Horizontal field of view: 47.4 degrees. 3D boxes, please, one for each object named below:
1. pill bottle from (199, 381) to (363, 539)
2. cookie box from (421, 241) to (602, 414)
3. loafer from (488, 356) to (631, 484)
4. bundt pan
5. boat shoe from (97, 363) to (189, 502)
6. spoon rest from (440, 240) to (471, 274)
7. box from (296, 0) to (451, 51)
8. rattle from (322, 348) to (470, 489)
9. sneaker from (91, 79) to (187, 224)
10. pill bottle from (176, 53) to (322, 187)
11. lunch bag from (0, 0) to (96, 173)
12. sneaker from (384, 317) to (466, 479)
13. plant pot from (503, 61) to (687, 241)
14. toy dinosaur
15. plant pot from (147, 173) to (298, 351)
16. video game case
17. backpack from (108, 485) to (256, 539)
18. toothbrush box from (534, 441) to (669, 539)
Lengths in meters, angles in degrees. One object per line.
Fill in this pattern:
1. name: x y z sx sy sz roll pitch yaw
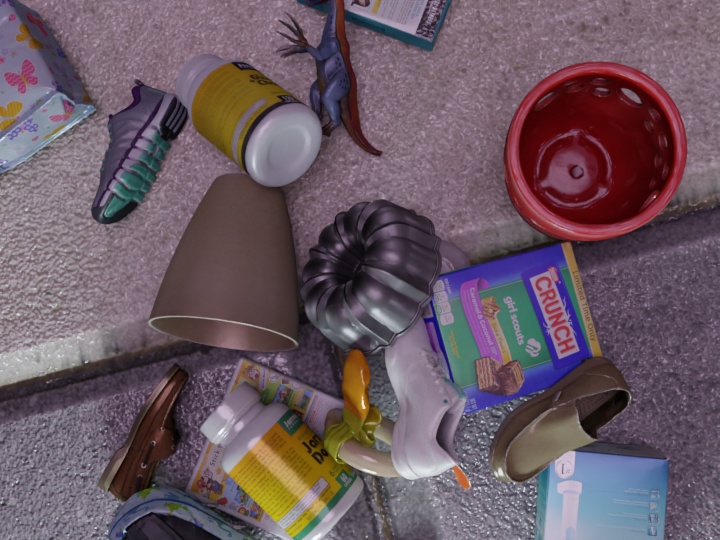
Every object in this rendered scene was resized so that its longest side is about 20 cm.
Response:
1. pill bottle: -0.102 0.239 1.030 0.200 0.113 0.113 44 92 5
2. cookie box: 0.184 0.071 1.026 0.199 0.075 0.172 -15 87 -15
3. loafer: 0.237 0.180 0.970 0.200 0.067 0.076 -42 113 -5
4. bundt pan: 0.000 0.000 1.007 0.076 0.202 0.202 30 91 -37
5. boat shoe: -0.271 0.220 1.093 0.068 0.072 0.200 31 101 1
6. spoon rest: 0.085 0.055 1.078 0.099 0.061 0.201 16 77 3
7. box: 0.017 -0.368 1.089 0.200 0.049 0.082 22 91 5
8. rattle: 0.061 0.186 1.023 0.199 0.130 0.143 15 88 -5
9. sneaker: -0.318 -0.160 1.108 0.087 0.074 0.200 28 80 15
10. pill bottle: -0.148 -0.198 1.039 0.200 0.112 0.112 40 92 33
11. lunch bag: -0.490 -0.236 1.090 0.200 0.127 0.170 -32 84 10
12. sneaker: 0.084 0.139 0.960 0.088 0.075 0.201 -21 62 38
13. plant pot: 0.270 -0.134 0.997 0.200 0.182 0.201 0 89 5
14. toy dinosaur: -0.039 -0.273 1.071 0.200 0.105 0.182 18 100 -29
15. plant pot: -0.159 -0.014 1.043 0.187 0.187 0.201 5 74 5
16. video game case: -0.115 0.243 1.099 0.182 0.023 0.200 23 91 5
17. backpack: -0.229 0.367 1.044 0.200 0.154 0.163 37 96 -31
18. toothbrush box: 0.299 0.322 1.032 0.146 0.085 0.201 3 88 6
